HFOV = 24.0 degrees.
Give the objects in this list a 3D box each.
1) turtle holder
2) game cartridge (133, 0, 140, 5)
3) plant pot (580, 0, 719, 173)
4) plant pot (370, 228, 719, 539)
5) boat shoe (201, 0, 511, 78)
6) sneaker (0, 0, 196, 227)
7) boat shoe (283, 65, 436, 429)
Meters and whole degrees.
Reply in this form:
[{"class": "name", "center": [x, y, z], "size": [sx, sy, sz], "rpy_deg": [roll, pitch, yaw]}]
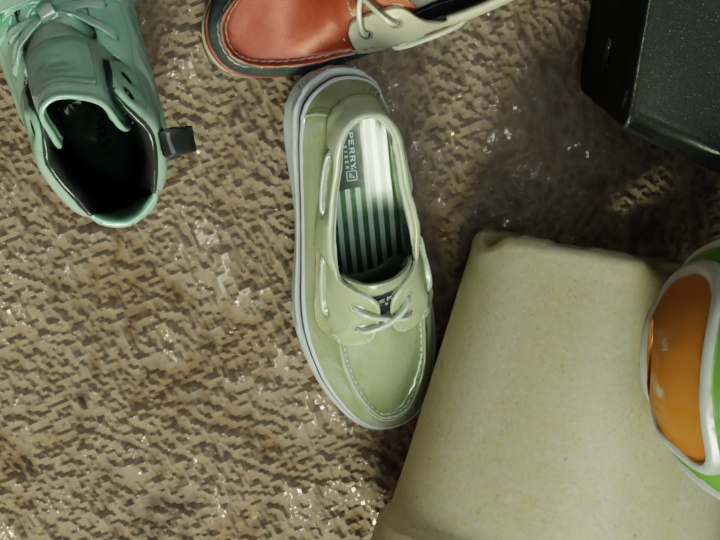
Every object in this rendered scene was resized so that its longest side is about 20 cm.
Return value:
[{"class": "turtle holder", "center": [0.205, 0.034, 0.722], "size": [0.185, 0.131, 0.142], "rpy_deg": [-29, 109, -28]}, {"class": "game cartridge", "center": [-0.119, -0.196, 0.773], "size": [0.200, 0.042, 0.133], "rpy_deg": [-40, 106, 1]}, {"class": "plant pot", "center": [0.207, -0.132, 0.791], "size": [0.176, 0.200, 0.201], "rpy_deg": [8, 104, -4]}, {"class": "plant pot", "center": [0.106, 0.079, 0.836], "size": [0.199, 0.200, 0.185], "rpy_deg": [9, 92, -15]}, {"class": "boat shoe", "center": [0.021, -0.140, 0.807], "size": [0.199, 0.063, 0.072], "rpy_deg": [-19, 111, -6]}, {"class": "sneaker", "center": [-0.127, -0.114, 0.714], "size": [0.073, 0.118, 0.201], "rpy_deg": [-23, 109, -3]}, {"class": "boat shoe", "center": [0.000, 0.000, 0.832], "size": [0.072, 0.062, 0.201], "rpy_deg": [-16, 119, -8]}]
